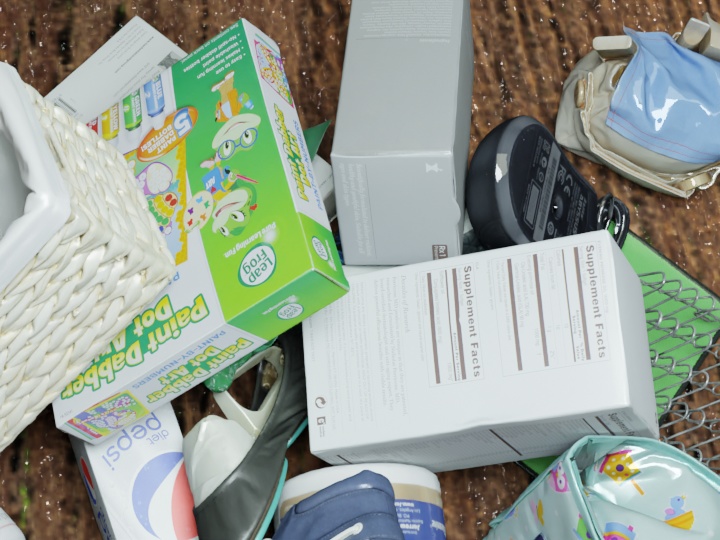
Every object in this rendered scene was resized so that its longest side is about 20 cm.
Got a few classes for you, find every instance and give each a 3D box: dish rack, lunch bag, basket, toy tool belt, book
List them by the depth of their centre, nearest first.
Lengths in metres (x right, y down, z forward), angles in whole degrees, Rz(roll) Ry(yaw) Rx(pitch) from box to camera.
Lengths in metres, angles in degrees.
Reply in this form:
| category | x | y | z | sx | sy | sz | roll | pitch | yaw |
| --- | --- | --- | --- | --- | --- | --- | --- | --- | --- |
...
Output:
| category | x | y | z | sx | sy | sz | roll | pitch | yaw |
| --- | --- | --- | --- | --- | --- | --- | --- | --- | --- |
| basket | -0.224 | 0.001 | 1.086 | 0.200 | 0.123 | 0.136 | -43 | 50 | 15 |
| lunch bag | 0.178 | 0.201 | 1.155 | 0.199 | 0.171 | 0.122 | 35 | 59 | 4 |
| dish rack | 0.212 | 0.073 | 1.238 | 0.199 | 0.054 | 0.155 | 23 | 64 | -31 |
| book | -0.127 | -0.070 | 1.251 | 0.200 | 0.048 | 0.134 | 40 | 68 | 16 |
| toy tool belt | 0.246 | -0.119 | 1.315 | 0.198 | 0.123 | 0.126 | 12 | 68 | -7 |

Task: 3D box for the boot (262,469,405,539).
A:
| category | x | y | z | sx | sy | sz | roll | pitch | yaw |
| --- | --- | --- | --- | --- | --- | --- | --- | --- | --- |
| boot | -0.046 | 0.203 | 1.083 | 0.073 | 0.199 | 0.091 | 34 | 31 | -39 |

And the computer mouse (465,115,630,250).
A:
| category | x | y | z | sx | sy | sz | roll | pitch | yaw |
| --- | --- | --- | --- | --- | --- | --- | --- | --- | --- |
| computer mouse | 0.117 | -0.029 | 1.240 | 0.052 | 0.200 | 0.140 | 1 | 61 | 32 |

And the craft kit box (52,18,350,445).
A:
| category | x | y | z | sx | sy | sz | roll | pitch | yaw |
| --- | --- | --- | --- | --- | --- | --- | --- | --- | --- |
| craft kit box | -0.118 | -0.024 | 1.132 | 0.199 | 0.048 | 0.199 | -32 | 57 | 20 |

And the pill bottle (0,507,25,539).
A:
| category | x | y | z | sx | sy | sz | roll | pitch | yaw |
| --- | --- | --- | --- | --- | --- | --- | --- | --- | --- |
| pill bottle | -0.308 | 0.129 | 1.115 | 0.114 | 0.114 | 0.200 | -40 | 81 | -22 |

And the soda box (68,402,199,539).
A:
| category | x | y | z | sx | sy | sz | roll | pitch | yaw |
| --- | --- | --- | --- | --- | --- | --- | --- | --- | --- |
| soda box | -0.132 | 0.158 | 1.165 | 0.063 | 0.068 | 0.202 | -16 | 73 | -17 |

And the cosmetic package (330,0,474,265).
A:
| category | x | y | z | sx | sy | sz | roll | pitch | yaw |
| --- | --- | --- | --- | --- | --- | --- | --- | --- | --- |
| cosmetic package | 0.032 | -0.108 | 1.237 | 0.089 | 0.107 | 0.201 | 2 | 45 | 9 |

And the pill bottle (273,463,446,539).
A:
| category | x | y | z | sx | sy | sz | roll | pitch | yaw |
| --- | --- | --- | --- | --- | --- | --- | --- | --- | --- |
| pill bottle | 0.006 | 0.230 | 1.141 | 0.110 | 0.111 | 0.202 | -1 | 70 | -12 |

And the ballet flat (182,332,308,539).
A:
| category | x | y | z | sx | sy | sz | roll | pitch | yaw |
| --- | --- | --- | --- | --- | --- | --- | --- | --- | --- |
| ballet flat | -0.073 | 0.108 | 1.148 | 0.068 | 0.068 | 0.200 | 38 | 37 | -8 |

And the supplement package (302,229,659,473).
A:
| category | x | y | z | sx | sy | sz | roll | pitch | yaw |
| --- | --- | --- | --- | --- | --- | --- | --- | --- | --- |
| supplement package | 0.075 | 0.057 | 1.142 | 0.198 | 0.114 | 0.111 | -10 | 71 | 16 |

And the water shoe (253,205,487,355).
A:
| category | x | y | z | sx | sy | sz | roll | pitch | yaw |
| --- | --- | --- | --- | --- | --- | --- | --- | --- | --- |
| water shoe | 0.000 | 0.000 | 1.262 | 0.198 | 0.072 | 0.079 | -22 | 44 | -14 |

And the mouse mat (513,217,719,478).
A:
| category | x | y | z | sx | sy | sz | roll | pitch | yaw |
| --- | --- | --- | --- | --- | --- | --- | --- | --- | --- |
| mouse mat | 0.153 | 0.053 | 1.295 | 0.160 | 0.008 | 0.200 | 37 | 68 | 4 |

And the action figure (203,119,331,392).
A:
| category | x | y | z | sx | sy | sz | roll | pitch | yaw |
| --- | --- | --- | --- | --- | --- | --- | --- | --- | --- |
| action figure | -0.082 | -0.015 | 1.173 | 0.117 | 0.055 | 0.202 | -5 | 61 | 13 |
